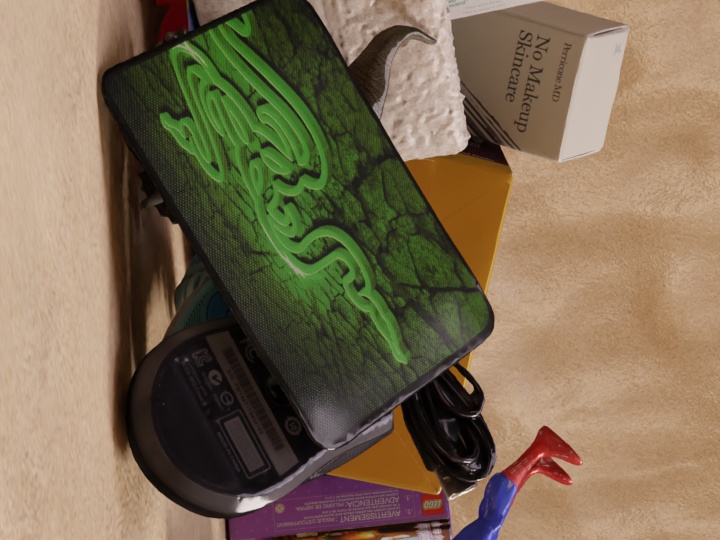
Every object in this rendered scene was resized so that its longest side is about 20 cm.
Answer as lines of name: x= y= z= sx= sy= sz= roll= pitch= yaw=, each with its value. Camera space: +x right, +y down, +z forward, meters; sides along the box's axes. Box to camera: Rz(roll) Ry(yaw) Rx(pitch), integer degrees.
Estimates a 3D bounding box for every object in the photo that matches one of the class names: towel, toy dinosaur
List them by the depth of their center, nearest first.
toy dinosaur: x=-0.046 y=-0.073 z=1.136 sx=0.102 sy=0.199 sz=0.077 roll=62 pitch=-36 yaw=24
towel: x=-0.018 y=-0.137 z=1.182 sx=0.035 sy=0.132 sz=0.201 roll=-88 pitch=169 yaw=-55

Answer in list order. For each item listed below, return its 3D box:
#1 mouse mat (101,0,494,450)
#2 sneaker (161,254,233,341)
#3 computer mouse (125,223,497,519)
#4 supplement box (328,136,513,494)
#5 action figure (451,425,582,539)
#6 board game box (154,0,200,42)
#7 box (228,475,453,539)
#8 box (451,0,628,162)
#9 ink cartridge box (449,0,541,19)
mouse mat: x=-0.024 y=-0.029 z=1.060 sx=0.161 sy=0.008 sz=0.200 roll=-33 pitch=91 yaw=-49
sneaker: x=-0.064 y=0.032 z=1.156 sx=0.080 sy=0.130 sz=0.200 roll=51 pitch=46 yaw=-7
computer mouse: x=-0.035 y=0.064 z=1.050 sx=0.053 sy=0.200 sz=0.139 roll=-33 pitch=-101 yaw=45
supplement box: x=0.000 y=0.000 z=1.370 sx=0.200 sy=0.132 sz=0.198 roll=-96 pitch=-162 yaw=-76
action figure: x=0.074 y=0.198 z=1.373 sx=0.099 sy=0.200 sz=0.065 roll=44 pitch=-18 yaw=15
board game box: x=-0.090 y=-0.121 z=1.269 sx=0.200 sy=0.039 sz=0.158 roll=74 pitch=15 yaw=-50
box: x=-0.008 y=0.168 z=1.475 sx=0.200 sy=0.136 sz=0.039 roll=76 pitch=8 yaw=-73
box: x=0.052 y=-0.131 z=1.351 sx=0.068 sy=0.199 sz=0.082 roll=-19 pitch=123 yaw=-59
ink cartridge box: x=0.008 y=-0.214 z=1.182 sx=0.043 sy=0.197 sz=0.200 roll=-95 pitch=172 yaw=-46
